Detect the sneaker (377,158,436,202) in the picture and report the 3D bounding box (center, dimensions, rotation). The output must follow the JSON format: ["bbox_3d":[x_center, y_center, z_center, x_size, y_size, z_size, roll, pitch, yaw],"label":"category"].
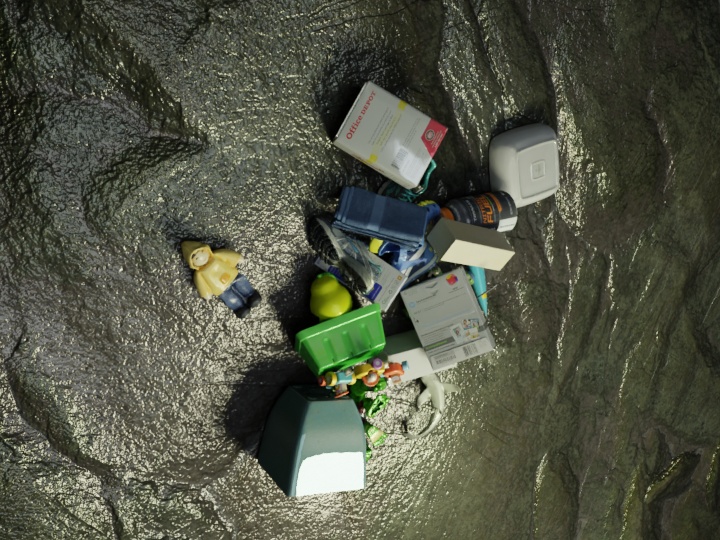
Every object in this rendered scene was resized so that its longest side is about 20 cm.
[{"bbox_3d":[0.103,-0.186,1.526,0.077,0.091,0.201,25,93,-34],"label":"sneaker"}]

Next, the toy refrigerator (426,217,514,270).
[{"bbox_3d":[0.253,-0.056,1.550,0.199,0.076,0.070,8,130,-38],"label":"toy refrigerator"}]

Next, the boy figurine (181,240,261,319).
[{"bbox_3d":[-0.286,0.006,1.384,0.124,0.064,0.200,-42,124,-9],"label":"boy figurine"}]

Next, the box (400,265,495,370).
[{"bbox_3d":[0.201,0.111,1.556,0.155,0.041,0.201,-23,92,21],"label":"box"}]

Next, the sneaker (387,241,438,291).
[{"bbox_3d":[0.087,-0.003,1.589,0.200,0.074,0.082,-37,106,-10],"label":"sneaker"}]

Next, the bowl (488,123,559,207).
[{"bbox_3d":[0.424,-0.257,1.697,0.199,0.075,0.201,-19,115,-23],"label":"bowl"}]

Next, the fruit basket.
[{"bbox_3d":[-0.058,0.112,1.512,0.215,0.156,0.217,3,67,-6],"label":"fruit basket"}]

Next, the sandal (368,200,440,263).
[{"bbox_3d":[0.114,-0.083,1.538,0.200,0.087,0.080,-40,164,-20],"label":"sandal"}]

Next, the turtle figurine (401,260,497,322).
[{"bbox_3d":[0.195,0.054,1.625,0.144,0.200,0.194,45,86,0],"label":"turtle figurine"}]

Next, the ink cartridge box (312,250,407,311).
[{"bbox_3d":[0.000,0.000,1.531,0.200,0.037,0.095,34,87,-4],"label":"ink cartridge box"}]

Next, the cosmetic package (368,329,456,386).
[{"bbox_3d":[0.127,0.206,1.654,0.199,0.108,0.085,-11,110,-28],"label":"cosmetic package"}]

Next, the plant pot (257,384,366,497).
[{"bbox_3d":[-0.104,0.368,1.532,0.195,0.196,0.201,3,98,-30],"label":"plant pot"}]

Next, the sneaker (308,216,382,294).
[{"bbox_3d":[-0.033,-0.043,1.484,0.200,0.078,0.086,50,52,2],"label":"sneaker"}]

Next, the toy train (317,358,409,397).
[{"bbox_3d":[0.009,0.244,1.497,0.199,0.056,0.150,-16,160,8],"label":"toy train"}]

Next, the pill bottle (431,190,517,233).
[{"bbox_3d":[0.271,-0.128,1.631,0.199,0.106,0.107,-13,111,-26],"label":"pill bottle"}]

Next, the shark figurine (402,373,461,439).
[{"bbox_3d":[0.185,0.348,1.753,0.128,0.090,0.216,9,93,3],"label":"shark figurine"}]

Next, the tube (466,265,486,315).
[{"bbox_3d":[0.296,0.014,1.715,0.050,0.078,0.201,-11,112,10],"label":"tube"}]

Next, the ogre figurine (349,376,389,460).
[{"bbox_3d":[0.007,0.336,1.618,0.098,0.120,0.201,-18,115,-27],"label":"ogre figurine"}]

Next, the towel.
[{"bbox_3d":[0.044,-0.117,1.474,0.199,0.049,0.112,15,55,1],"label":"towel"}]

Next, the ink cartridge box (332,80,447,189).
[{"bbox_3d":[0.060,-0.286,1.436,0.199,0.083,0.146,30,89,-9],"label":"ink cartridge box"}]
